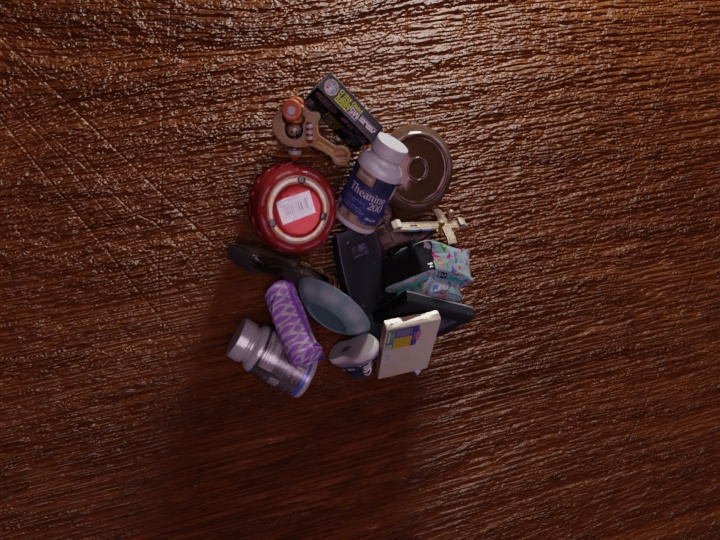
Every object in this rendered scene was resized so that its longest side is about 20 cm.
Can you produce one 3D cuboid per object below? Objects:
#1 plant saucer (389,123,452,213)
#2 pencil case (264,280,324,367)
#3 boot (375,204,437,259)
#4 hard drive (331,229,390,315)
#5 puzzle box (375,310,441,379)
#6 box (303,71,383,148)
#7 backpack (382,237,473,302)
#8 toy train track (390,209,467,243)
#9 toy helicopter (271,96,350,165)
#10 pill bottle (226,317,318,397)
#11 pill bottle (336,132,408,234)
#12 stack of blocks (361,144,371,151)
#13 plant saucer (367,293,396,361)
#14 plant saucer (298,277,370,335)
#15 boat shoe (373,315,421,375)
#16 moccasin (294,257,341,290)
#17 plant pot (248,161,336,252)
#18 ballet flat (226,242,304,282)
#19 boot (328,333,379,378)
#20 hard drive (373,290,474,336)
[{"bbox_3d":[0.131,-0.237,1.403,0.193,0.034,0.208,-2,99,-14],"label":"plant saucer"},{"bbox_3d":[-0.153,0.120,1.365,0.082,0.203,0.086,-3,143,-41],"label":"pencil case"},{"bbox_3d":[0.086,-0.150,1.455,0.183,0.064,0.205,-29,99,-11],"label":"boot"},{"bbox_3d":[0.000,0.000,1.412,0.133,0.042,0.207,-24,104,-42],"label":"hard drive"},{"bbox_3d":[0.106,0.172,1.366,0.128,0.026,0.203,-9,140,-14],"label":"puzzle box"},{"bbox_3d":[-0.042,-0.345,1.318,0.160,0.200,0.045,42,86,-16],"label":"box"},{"bbox_3d":[0.171,0.012,1.420,0.195,0.175,0.156,1,73,-41],"label":"backpack"},{"bbox_3d":[0.165,-0.113,1.409,0.193,0.117,0.033,-4,138,-19],"label":"toy train track"},{"bbox_3d":[-0.114,-0.294,1.368,0.196,0.079,0.135,29,108,-8],"label":"toy helicopter"},{"bbox_3d":[-0.206,0.201,1.399,0.197,0.114,0.116,32,90,-16],"label":"pill bottle"},{"bbox_3d":[0.026,-0.195,1.333,0.108,0.112,0.204,21,117,-15],"label":"pill bottle"},{"bbox_3d":[0.102,-0.269,1.439,0.194,0.058,0.119,18,93,-16],"label":"stack of blocks"},{"bbox_3d":[0.084,0.136,1.509,0.193,0.027,0.208,-2,98,-15],"label":"plant saucer"},{"bbox_3d":[-0.069,0.096,1.372,0.200,0.200,0.039,41,65,-15],"label":"plant saucer"},{"bbox_3d":[0.112,0.159,1.467,0.086,0.074,0.204,-42,112,-11],"label":"boat shoe"},{"bbox_3d":[-0.084,0.040,1.425,0.200,0.078,0.074,42,87,-16],"label":"moccasin"},{"bbox_3d":[-0.149,-0.135,1.333,0.193,0.182,0.209,-3,101,-14],"label":"plant pot"},{"bbox_3d":[-0.215,-0.024,1.370,0.194,0.047,0.069,16,137,16],"label":"ballet flat"},{"bbox_3d":[0.007,0.208,1.421,0.090,0.198,0.074,40,64,-19],"label":"boot"},{"bbox_3d":[0.144,0.102,1.379,0.195,0.139,0.034,14,60,-30],"label":"hard drive"}]
